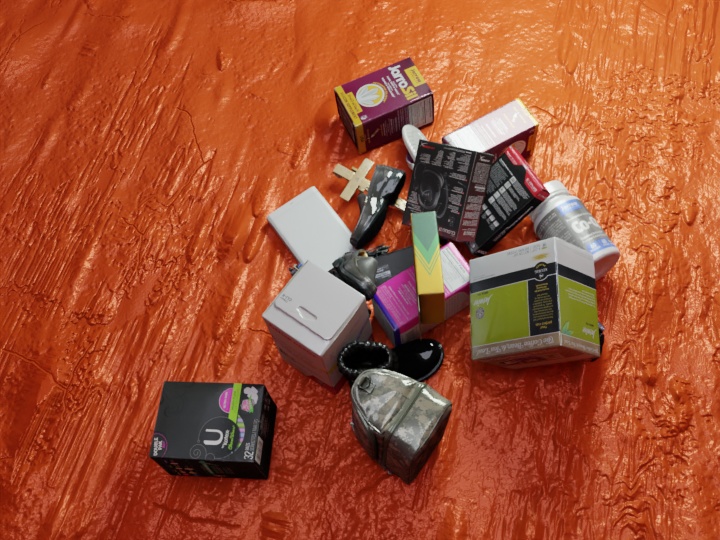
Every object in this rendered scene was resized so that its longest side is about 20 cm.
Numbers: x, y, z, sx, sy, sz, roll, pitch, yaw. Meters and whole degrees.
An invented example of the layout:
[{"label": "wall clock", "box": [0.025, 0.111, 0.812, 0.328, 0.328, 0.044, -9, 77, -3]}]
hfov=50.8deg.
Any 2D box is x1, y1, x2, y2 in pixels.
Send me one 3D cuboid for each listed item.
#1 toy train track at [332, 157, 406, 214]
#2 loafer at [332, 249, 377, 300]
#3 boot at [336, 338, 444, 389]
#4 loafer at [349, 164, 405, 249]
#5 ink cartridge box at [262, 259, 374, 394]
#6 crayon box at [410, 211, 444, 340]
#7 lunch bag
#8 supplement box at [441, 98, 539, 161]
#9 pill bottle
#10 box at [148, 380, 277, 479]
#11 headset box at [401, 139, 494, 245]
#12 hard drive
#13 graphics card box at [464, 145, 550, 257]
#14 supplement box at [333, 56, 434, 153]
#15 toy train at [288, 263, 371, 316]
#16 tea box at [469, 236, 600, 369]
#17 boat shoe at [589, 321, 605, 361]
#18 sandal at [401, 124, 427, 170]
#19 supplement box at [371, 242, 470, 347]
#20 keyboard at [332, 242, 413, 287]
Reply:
[{"label": "toy train track", "box": [0.028, -0.175, 1.686, 0.198, 0.033, 0.115, 30, 69, 12]}, {"label": "loafer", "box": [0.000, 0.000, 1.474, 0.072, 0.073, 0.200, -38, 23, -2]}, {"label": "boot", "box": [0.062, 0.167, 1.428, 0.208, 0.158, 0.080, -24, 62, -6]}, {"label": "loafer", "box": [0.023, -0.138, 1.623, 0.071, 0.073, 0.202, 25, 70, 15]}, {"label": "ink cartridge box", "box": [-0.075, 0.111, 1.449, 0.144, 0.201, 0.145, 31, 69, 20]}, {"label": "crayon box", "box": [0.126, 0.011, 1.406, 0.051, 0.126, 0.203, -4, 62, 4]}, {"label": "lunch bag", "box": [0.058, 0.269, 1.356, 0.167, 0.201, 0.140, 34, 68, 18]}, {"label": "supplement box", "box": [0.282, -0.274, 1.662, 0.198, 0.111, 0.086, -28, 64, -8]}, {"label": "pill bottle", "box": [0.424, -0.077, 1.540, 0.112, 0.114, 0.202, -26, 63, -8]}, {"label": "box", "box": [-0.270, 0.298, 1.417, 0.196, 0.125, 0.151, 1, 61, 8]}, {"label": "headset box", "box": [0.176, -0.155, 1.564, 0.147, 0.077, 0.204, 19, 103, 39]}, {"label": "hard drive", "box": [-0.100, -0.079, 1.652, 0.131, 0.026, 0.201, -33, 63, -11]}, {"label": "graphics card box", "box": [0.279, -0.140, 1.568, 0.200, 0.051, 0.126, -45, 60, 23]}, {"label": "supplement box", "box": [0.056, -0.380, 1.748, 0.197, 0.104, 0.132, -25, 61, -7]}, {"label": "toy train", "box": [-0.062, 0.041, 1.560, 0.198, 0.034, 0.046, 32, 82, 10]}, {"label": "tea box", "box": [0.316, 0.068, 1.397, 0.198, 0.132, 0.200, -16, 65, 46]}, {"label": "boat shoe", "box": [0.384, 0.091, 1.467, 0.198, 0.093, 0.075, 30, 69, 20]}, {"label": "sandal", "box": [0.131, -0.239, 1.693, 0.050, 0.082, 0.205, -40, 57, 34]}, {"label": "supplement box", "box": [0.128, 0.052, 1.514, 0.198, 0.102, 0.104, -30, 62, -10]}, {"label": "keyboard", "box": [0.041, -0.003, 1.600, 0.197, 0.040, 0.106, -17, 85, -4]}]
